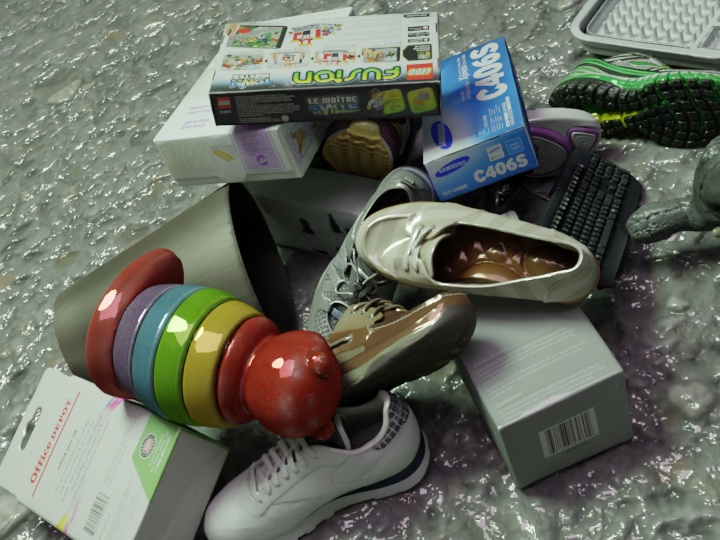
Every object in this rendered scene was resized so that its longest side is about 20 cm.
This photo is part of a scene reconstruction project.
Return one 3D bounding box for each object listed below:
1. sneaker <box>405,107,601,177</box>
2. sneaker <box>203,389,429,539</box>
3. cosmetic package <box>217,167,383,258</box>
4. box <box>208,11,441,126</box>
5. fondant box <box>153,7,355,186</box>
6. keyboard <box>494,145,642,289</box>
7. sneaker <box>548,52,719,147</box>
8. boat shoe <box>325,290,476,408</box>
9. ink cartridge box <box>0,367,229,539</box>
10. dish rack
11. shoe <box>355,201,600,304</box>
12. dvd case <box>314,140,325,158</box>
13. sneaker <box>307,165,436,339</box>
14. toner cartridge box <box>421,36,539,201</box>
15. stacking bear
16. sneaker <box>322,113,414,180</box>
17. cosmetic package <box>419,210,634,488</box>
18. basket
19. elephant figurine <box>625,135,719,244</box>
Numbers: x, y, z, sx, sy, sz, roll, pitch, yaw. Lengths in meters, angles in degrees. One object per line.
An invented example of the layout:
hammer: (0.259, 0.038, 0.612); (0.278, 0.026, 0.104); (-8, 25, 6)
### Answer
sneaker: (0.141, -0.142, 0.915); (0.196, 0.076, 0.101); (-6, 48, 21)
sneaker: (-0.045, 0.155, 0.723); (0.197, 0.081, 0.077); (-28, 46, 5)
cosmetic package: (-0.049, -0.059, 0.924); (0.197, 0.083, 0.051); (14, 55, 35)
box: (-0.028, -0.178, 0.795); (0.195, 0.035, 0.112); (-1, 46, 5)
fondant box: (-0.091, -0.170, 0.883); (0.141, 0.059, 0.202); (-1, 45, 28)
keyboard: (0.175, -0.061, 0.789); (0.125, 0.021, 0.201); (23, 37, 11)
sneaker: (0.285, -0.179, 0.880); (0.197, 0.079, 0.086); (14, 56, 35)
boat shoe: (0.009, 0.058, 0.716); (0.199, 0.075, 0.073); (-35, 62, 40)
ink cartridge box: (-0.216, 0.167, 0.775); (0.197, 0.067, 0.119); (14, 76, 39)
dish rack: (0.342, -0.274, 0.967); (0.198, 0.044, 0.172); (20, 61, 37)
shoe: (0.083, -0.017, 0.699); (0.196, 0.053, 0.072); (8, 86, 21)
dvd case: (-0.026, -0.159, 0.974); (0.196, 0.149, 0.016); (-20, 81, 7)
sneaker: (0.000, 0.000, 0.793); (0.073, 0.082, 0.204); (23, 96, 9)
toner cartridge box: (0.107, -0.148, 0.855); (0.093, 0.044, 0.202); (-20, 32, 15)
stacking bear: (-0.103, 0.070, 0.702); (0.196, 0.124, 0.113); (13, 24, 26)
sneaker: (0.012, -0.136, 0.871); (0.073, 0.200, 0.092); (17, 85, 4)
cosmetic package: (0.124, 0.056, 0.733); (0.105, 0.091, 0.202); (-24, 41, 1)
basket: (-0.178, 0.030, 0.869); (0.196, 0.136, 0.183); (-23, 57, 9)
elephant figurine: (0.323, -0.076, 0.692); (0.195, 0.159, 0.142); (7, 13, 3)
